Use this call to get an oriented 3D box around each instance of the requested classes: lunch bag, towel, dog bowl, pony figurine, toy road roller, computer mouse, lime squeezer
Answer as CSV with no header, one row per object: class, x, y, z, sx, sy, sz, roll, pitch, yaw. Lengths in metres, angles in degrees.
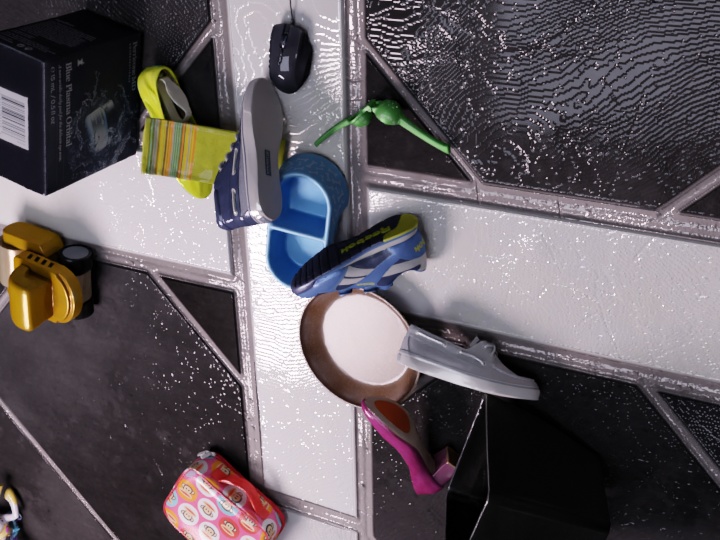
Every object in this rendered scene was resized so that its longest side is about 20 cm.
lunch bag,-0.232,0.414,1.627,0.200,0.082,0.177,40,126,7
towel,-0.207,-0.159,1.321,0.197,0.018,0.087,9,122,-4
dog bowl,-0.081,-0.061,1.320,0.110,0.050,0.202,15,119,13
pony figurine,-0.793,0.540,1.978,0.191,0.166,0.203,-3,97,22
toy road roller,-0.546,0.018,1.570,0.198,0.146,0.124,20,121,20
computer mouse,-0.093,-0.326,1.218,0.058,0.034,0.202,15,119,23
lime squeezer,0.020,-0.191,1.226,0.198,0.038,0.071,6,147,26

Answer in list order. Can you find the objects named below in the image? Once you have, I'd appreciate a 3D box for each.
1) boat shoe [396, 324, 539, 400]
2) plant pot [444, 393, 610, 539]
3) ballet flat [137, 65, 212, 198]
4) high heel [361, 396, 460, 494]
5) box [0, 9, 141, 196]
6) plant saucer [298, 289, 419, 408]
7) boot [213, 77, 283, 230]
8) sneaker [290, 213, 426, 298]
boat shoe,0.151,0.124,1.279,0.198,0.072,0.069,16,86,11
plant pot,0.222,0.319,1.256,0.175,0.201,0.201,14,122,-1
ballet flat,-0.256,-0.200,1.348,0.067,0.067,0.202,-16,103,44
high heel,0.054,0.262,1.371,0.200,0.068,0.096,41,119,-18
box,-0.419,-0.242,1.338,0.116,0.200,0.199,23,123,19
plant saucer,0.003,0.107,1.373,0.198,0.037,0.203,12,118,24
boot,-0.159,-0.156,1.271,0.089,0.072,0.203,-10,73,33
sneaker,0.000,0.000,1.272,0.198,0.074,0.083,-23,120,13
